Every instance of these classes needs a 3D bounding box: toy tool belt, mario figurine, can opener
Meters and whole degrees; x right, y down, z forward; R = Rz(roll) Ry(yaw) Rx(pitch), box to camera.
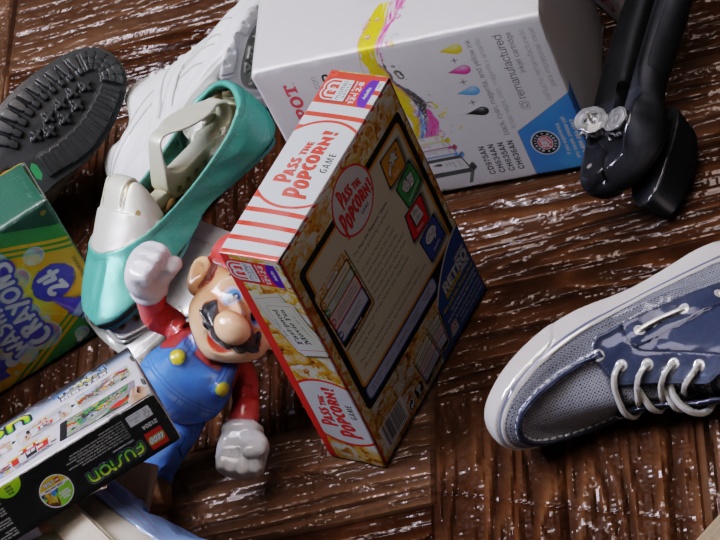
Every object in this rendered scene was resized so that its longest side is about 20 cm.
[{"bbox_3d":[-0.101,0.192,1.647,0.200,0.125,0.123,29,61,26],"label":"toy tool belt"},{"bbox_3d":[-0.104,0.060,1.737,0.200,0.123,0.106,-54,46,15],"label":"mario figurine"},{"bbox_3d":[0.183,-0.127,1.841,0.063,0.079,0.200,-13,51,33],"label":"can opener"}]

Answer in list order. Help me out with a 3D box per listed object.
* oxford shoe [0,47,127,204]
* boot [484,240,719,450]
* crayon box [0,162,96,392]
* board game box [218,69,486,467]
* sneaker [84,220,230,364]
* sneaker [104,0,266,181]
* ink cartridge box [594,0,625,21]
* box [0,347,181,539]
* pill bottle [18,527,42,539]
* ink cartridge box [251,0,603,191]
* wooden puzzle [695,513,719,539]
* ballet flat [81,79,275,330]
[{"bbox_3d":[-0.238,-0.074,1.984,0.073,0.084,0.200,38,80,-1],"label":"oxford shoe"},{"bbox_3d":[0.175,0.058,1.680,0.200,0.073,0.090,-33,38,-8],"label":"boot"},{"bbox_3d":[-0.277,0.033,1.880,0.200,0.126,0.052,-32,44,-4],"label":"crayon box"},{"bbox_3d":[0.000,0.000,1.727,0.046,0.200,0.152,10,54,32],"label":"board game box"},{"bbox_3d":[-0.096,0.034,1.839,0.200,0.074,0.116,15,59,47],"label":"sneaker"},{"bbox_3d":[-0.120,-0.131,1.998,0.099,0.078,0.200,10,54,36],"label":"sneaker"},{"bbox_3d":[0.181,-0.299,1.920,0.146,0.200,0.147,-34,44,-6],"label":"ink cartridge box"},{"bbox_3d":[-0.206,0.123,1.657,0.200,0.035,0.110,-32,17,-3],"label":"box"},{"bbox_3d":[-0.285,0.106,1.762,0.112,0.200,0.112,-34,1,1],"label":"pill bottle"},{"bbox_3d":[0.047,-0.150,1.883,0.200,0.147,0.145,-10,46,17],"label":"ink cartridge box"},{"bbox_3d":[0.242,0.206,1.544,0.200,0.037,0.185,-41,45,-21],"label":"wooden puzzle"},{"bbox_3d":[-0.133,-0.052,1.849,0.067,0.070,0.200,6,49,46],"label":"ballet flat"}]
